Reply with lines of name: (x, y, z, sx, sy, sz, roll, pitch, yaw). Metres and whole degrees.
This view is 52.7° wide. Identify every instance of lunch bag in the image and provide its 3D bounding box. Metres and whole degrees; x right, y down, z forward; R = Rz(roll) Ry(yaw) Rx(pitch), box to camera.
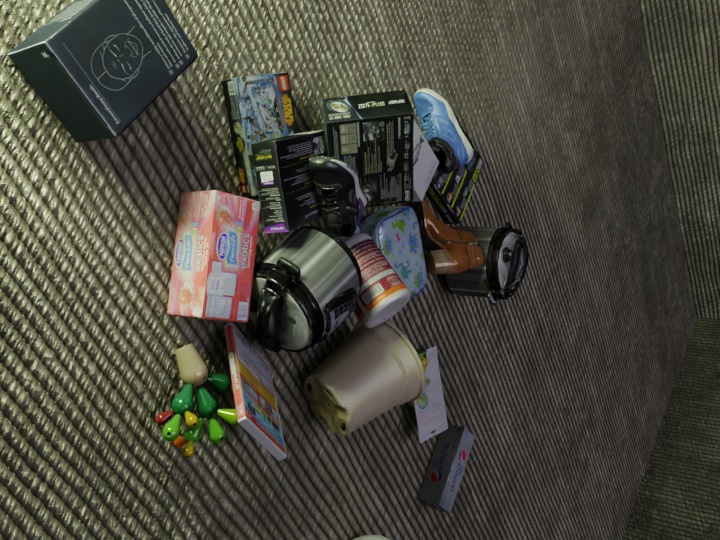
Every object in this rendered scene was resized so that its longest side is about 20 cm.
lunch bag: (0.065, -0.031, 1.569, 0.160, 0.082, 0.203, -31, 116, -47)

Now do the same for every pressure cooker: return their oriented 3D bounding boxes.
pressure cooker: (0.312, -0.018, 1.777, 0.178, 0.198, 0.179, -28, 115, -51)
pressure cooker: (-0.114, 0.043, 1.273, 0.200, 0.177, 0.177, -45, 114, -40)

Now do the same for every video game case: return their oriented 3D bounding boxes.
video game case: (-0.177, 0.202, 1.221, 0.144, 0.017, 0.201, 59, 9, -45)

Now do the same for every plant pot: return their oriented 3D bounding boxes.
plant pot: (-0.005, 0.220, 1.433, 0.183, 0.199, 0.203, -32, 117, -32)

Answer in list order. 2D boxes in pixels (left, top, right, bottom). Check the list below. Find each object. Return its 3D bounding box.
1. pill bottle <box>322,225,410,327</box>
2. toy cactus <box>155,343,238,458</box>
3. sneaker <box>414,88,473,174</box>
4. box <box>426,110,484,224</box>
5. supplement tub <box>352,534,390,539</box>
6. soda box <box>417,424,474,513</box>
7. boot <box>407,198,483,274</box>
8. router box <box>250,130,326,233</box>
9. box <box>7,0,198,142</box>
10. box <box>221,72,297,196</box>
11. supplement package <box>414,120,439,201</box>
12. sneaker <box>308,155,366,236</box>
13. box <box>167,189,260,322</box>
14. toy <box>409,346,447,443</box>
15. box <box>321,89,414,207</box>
pill bottle: (0.000, 0.000, 1.400, 0.109, 0.110, 0.201, -15, 64, -49)
toy cactus: (-0.261, 0.203, 1.191, 0.199, 0.102, 0.167, -22, 90, -46)
sneaker: (0.167, -0.313, 1.654, 0.111, 0.076, 0.201, -37, 97, -38)
box: (0.219, -0.251, 1.778, 0.193, 0.047, 0.202, 49, 56, -42)
supplement tub: (0.028, 0.676, 1.523, 0.131, 0.131, 0.203, -27, 113, -47)
soda box: (0.213, 0.484, 1.789, 0.063, 0.068, 0.202, 46, 57, -40)
boot: (0.197, -0.087, 1.671, 0.153, 0.077, 0.202, -8, 65, -33)
router box: (-0.113, -0.159, 1.268, 0.200, 0.050, 0.152, -35, 120, -64)
box: (-0.353, -0.301, 1.019, 0.201, 0.106, 0.149, -57, 132, -33)
box: (-0.170, -0.245, 1.299, 0.136, 0.039, 0.203, -23, 110, -49)
supplement package: (0.060, -0.252, 1.524, 0.200, 0.116, 0.118, 51, 53, -39)
sneaker: (-0.040, -0.124, 1.289, 0.200, 0.075, 0.089, 50, 50, -60)
box: (-0.239, -0.021, 1.183, 0.102, 0.094, 0.203, 10, 84, -51)
toy: (0.146, 0.289, 1.715, 0.114, 0.047, 0.203, -12, 98, -47)
box: (0.016, -0.224, 1.375, 0.087, 0.161, 0.202, -101, -175, -47)
